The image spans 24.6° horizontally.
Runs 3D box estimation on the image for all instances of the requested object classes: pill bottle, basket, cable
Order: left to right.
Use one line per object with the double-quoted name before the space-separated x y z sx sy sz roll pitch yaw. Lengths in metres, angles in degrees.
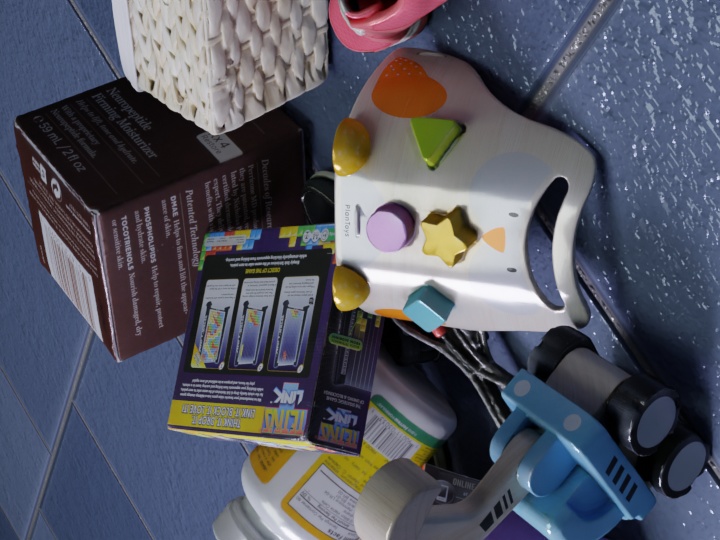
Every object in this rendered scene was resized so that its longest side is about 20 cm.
"basket" -0.104 -0.222 1.252 0.123 0.135 0.202 38 144 34
"pill bottle" -0.025 0.158 1.329 0.113 0.200 0.113 40 -172 -7
"cable" 0.078 0.061 1.242 0.096 0.050 0.202 -28 83 26

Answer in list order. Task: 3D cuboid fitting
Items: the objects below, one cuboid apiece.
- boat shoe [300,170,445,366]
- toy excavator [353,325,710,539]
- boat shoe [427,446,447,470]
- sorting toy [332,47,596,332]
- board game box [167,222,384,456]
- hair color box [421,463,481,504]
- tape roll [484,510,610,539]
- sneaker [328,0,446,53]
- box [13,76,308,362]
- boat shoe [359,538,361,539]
"boat shoe" 0.000 0.002 1.335 0.200 0.066 0.075 53 151 21
"toy excavator" 0.107 0.133 1.057 0.100 0.201 0.195 32 169 44
"boat shoe" 0.034 0.194 1.445 0.071 0.066 0.203 32 143 40
"sorting toy" 0.078 -0.034 1.122 0.178 0.107 0.203 12 114 31
"board game box" -0.063 0.052 1.282 0.199 0.056 0.168 -1 76 53
"hair color box" 0.073 0.237 1.359 0.110 0.065 0.201 16 147 -5
"tape roll" 0.126 0.283 1.210 0.085 0.199 0.202 11 124 57
"sneaker" 0.011 -0.192 1.117 0.074 0.086 0.200 65 154 -1
"box" -0.169 -0.061 1.427 0.166 0.198 0.166 43 148 41
"boat shoe" -0.046 0.172 1.427 0.076 0.071 0.202 -118 12 -73
